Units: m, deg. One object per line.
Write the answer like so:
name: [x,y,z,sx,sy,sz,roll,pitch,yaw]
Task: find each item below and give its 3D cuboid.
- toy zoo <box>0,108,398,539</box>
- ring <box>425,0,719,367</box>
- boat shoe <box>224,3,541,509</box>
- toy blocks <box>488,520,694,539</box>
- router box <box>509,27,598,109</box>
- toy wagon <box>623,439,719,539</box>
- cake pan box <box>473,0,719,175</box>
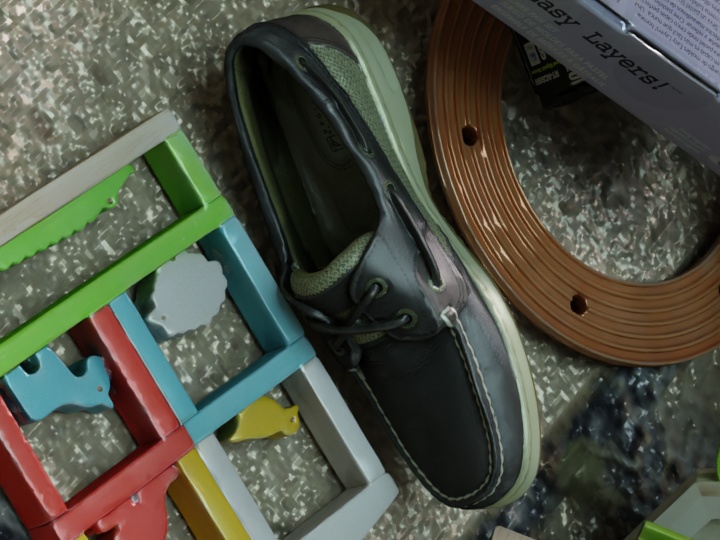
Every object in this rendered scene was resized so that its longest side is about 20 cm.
toy zoo: [-0.067,0.058,0.871,0.131,0.020,0.201,-35,99,-35]
ring: [0.107,-0.058,1.019,0.200,0.019,0.202,9,74,-34]
boat shoe: [0.000,-0.001,0.895,0.066,0.072,0.202,-16,82,-51]
toy blocks: [0.100,0.165,0.845,0.199,0.100,0.137,22,20,2]
router box: [0.134,-0.168,1.014,0.199,0.062,0.151,-22,91,-36]
toy wagon: [0.162,0.132,0.927,0.040,0.154,0.201,-40,130,-77]
cake pan box: [0.127,-0.150,0.935,0.200,0.052,0.185,31,62,-26]
